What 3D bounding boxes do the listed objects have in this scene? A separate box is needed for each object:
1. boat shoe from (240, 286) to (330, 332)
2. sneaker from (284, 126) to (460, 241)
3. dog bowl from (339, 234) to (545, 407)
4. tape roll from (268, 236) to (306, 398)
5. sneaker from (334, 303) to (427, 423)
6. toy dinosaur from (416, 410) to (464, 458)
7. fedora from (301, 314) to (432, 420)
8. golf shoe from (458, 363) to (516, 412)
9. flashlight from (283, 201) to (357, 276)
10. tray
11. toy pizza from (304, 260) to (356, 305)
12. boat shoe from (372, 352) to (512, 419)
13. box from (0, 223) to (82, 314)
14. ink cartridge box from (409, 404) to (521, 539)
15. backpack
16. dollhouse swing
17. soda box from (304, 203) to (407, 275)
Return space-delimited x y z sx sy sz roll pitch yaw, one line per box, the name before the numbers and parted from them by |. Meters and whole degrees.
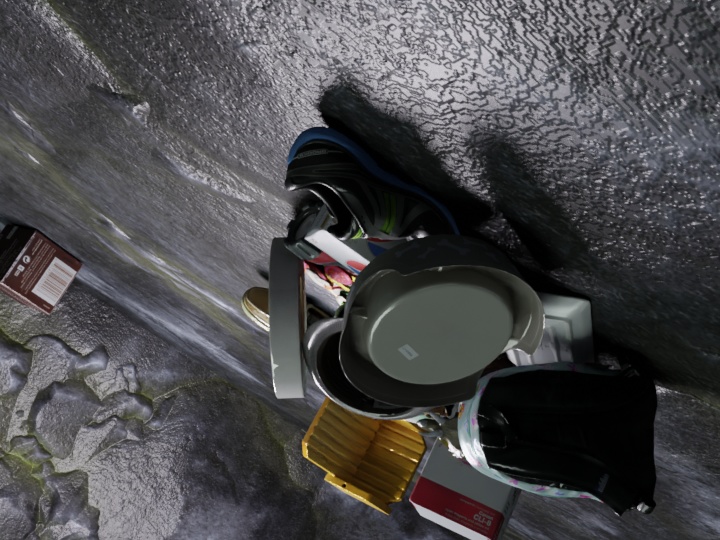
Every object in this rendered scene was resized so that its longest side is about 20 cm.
boat shoe | -0.099 0.074 1.403 0.199 0.072 0.076 24 149 -6
sneaker | 0.012 -0.054 0.810 0.199 0.083 0.071 32 162 -18
dog bowl | 0.074 0.049 0.823 0.199 0.059 0.201 -5 133 -5
tape roll | -0.089 0.059 1.063 0.037 0.204 0.203 -1 161 -2
sneaker | 0.033 0.126 1.146 0.200 0.074 0.118 41 164 12
toy dinosaur | 0.169 0.174 1.007 0.102 0.199 0.077 67 180 -75
fedora | 0.025 0.088 0.995 0.176 0.091 0.201 14 140 10
golf shoe | 0.183 0.174 1.160 0.072 0.092 0.200 29 161 4
flashlight | 0.000 0.000 1.017 0.200 0.068 0.068 39 -173 -30
tray | 0.200 0.075 0.933 0.107 0.022 0.200 7 155 21
toy pizza | -0.009 0.024 1.151 0.199 0.032 0.200 27 163 9
boat shoe | 0.099 0.151 1.075 0.071 0.199 0.070 65 -161 8
box | -0.885 -0.005 2.267 0.199 0.167 0.164 11 155 46
ink cartridge box | 0.191 0.325 1.384 0.144 0.201 0.145 20 161 21
backpack | 0.206 0.174 0.910 0.199 0.168 0.127 6 162 -8
dollhouse swing | 0.011 0.366 1.788 0.181 0.201 0.176 18 158 34
soda box | 0.044 -0.010 0.906 0.199 0.068 0.064 35 162 -14
